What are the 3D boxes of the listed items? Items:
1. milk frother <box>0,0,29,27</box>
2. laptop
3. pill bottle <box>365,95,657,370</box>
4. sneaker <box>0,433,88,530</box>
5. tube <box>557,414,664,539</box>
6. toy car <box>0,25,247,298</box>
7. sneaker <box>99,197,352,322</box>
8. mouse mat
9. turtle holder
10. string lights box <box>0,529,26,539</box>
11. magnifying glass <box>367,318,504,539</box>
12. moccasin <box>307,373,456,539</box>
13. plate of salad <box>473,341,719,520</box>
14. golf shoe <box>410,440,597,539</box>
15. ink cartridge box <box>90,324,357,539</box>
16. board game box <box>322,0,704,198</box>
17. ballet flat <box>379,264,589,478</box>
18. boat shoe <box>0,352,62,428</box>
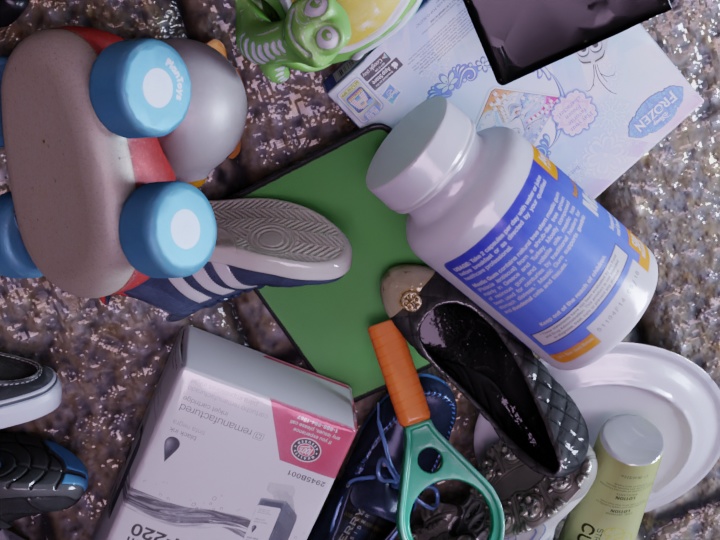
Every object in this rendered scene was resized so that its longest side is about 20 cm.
[{"bbox_3d":[-0.338,-0.194,1.107,0.200,0.180,0.189,-25,76,32],"label":"milk frother"},{"bbox_3d":[0.141,-0.261,1.153,0.199,0.116,0.188,-24,112,3],"label":"laptop"},{"bbox_3d":[0.103,-0.029,1.189,0.200,0.112,0.112,40,101,-20],"label":"pill bottle"},{"bbox_3d":[-0.300,0.176,1.283,0.199,0.073,0.082,-4,115,5],"label":"sneaker"},{"bbox_3d":[0.193,0.196,1.337,0.058,0.052,0.200,33,139,21],"label":"tube"},{"bbox_3d":[-0.138,-0.086,1.155,0.200,0.184,0.178,-21,105,-46],"label":"toy car"},{"bbox_3d":[-0.104,-0.001,1.233,0.199,0.075,0.085,6,128,9],"label":"sneaker"},{"bbox_3d":[0.000,0.000,1.265,0.160,0.008,0.200,-26,116,18],"label":"mouse mat"},{"bbox_3d":[-0.023,-0.204,1.105,0.131,0.185,0.142,-12,96,27],"label":"turtle holder"},{"bbox_3d":[-0.262,0.305,1.264,0.103,0.200,0.059,-35,145,5],"label":"string lights box"},{"bbox_3d":[0.049,0.134,1.267,0.079,0.022,0.201,-18,85,-7],"label":"magnifying glass"},{"bbox_3d":[0.022,0.177,1.319,0.080,0.068,0.201,20,110,-13],"label":"moccasin"},{"bbox_3d":[0.188,0.123,1.335,0.199,0.048,0.201,0,131,0],"label":"plate of salad"},{"bbox_3d":[0.124,0.190,1.328,0.097,0.079,0.200,18,136,-38],"label":"golf shoe"},{"bbox_3d":[-0.107,0.165,1.292,0.145,0.085,0.201,21,109,-12],"label":"ink cartridge box"},{"bbox_3d":[0.111,-0.130,1.235,0.200,0.043,0.199,-41,109,8],"label":"board game box"},{"bbox_3d":[0.091,0.069,1.236,0.200,0.057,0.066,44,108,6],"label":"ballet flat"},{"bbox_3d":[-0.317,0.070,1.234,0.199,0.072,0.071,3,114,-7],"label":"boat shoe"}]
